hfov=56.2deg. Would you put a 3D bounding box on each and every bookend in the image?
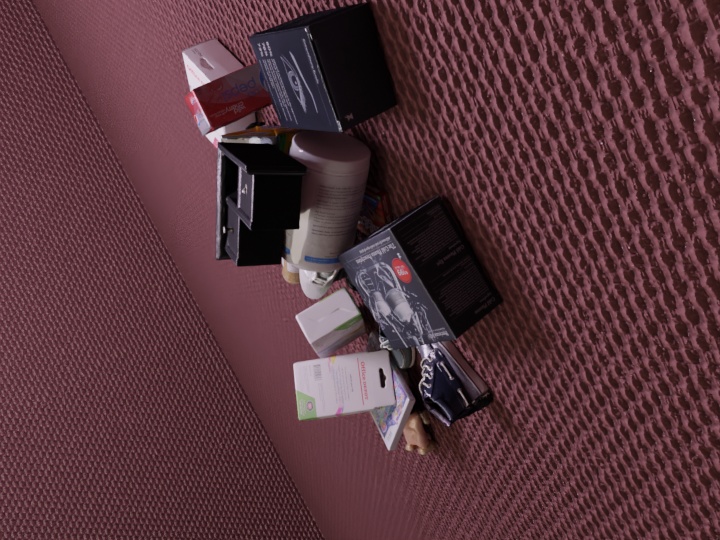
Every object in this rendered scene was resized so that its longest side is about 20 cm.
[{"bbox_3d":[-0.162,-0.085,1.053,0.199,0.091,0.202,-139,50,-59],"label":"bookend"}]

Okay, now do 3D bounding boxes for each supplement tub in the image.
[{"bbox_3d":[-0.062,-0.111,1.099,0.132,0.131,0.201,41,130,38],"label":"supplement tub"}]

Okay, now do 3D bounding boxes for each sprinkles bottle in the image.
[{"bbox_3d":[-0.143,-0.049,1.496,0.068,0.068,0.201,49,156,23],"label":"sprinkles bottle"}]

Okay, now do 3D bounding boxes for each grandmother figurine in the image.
[{"bbox_3d":[0.098,0.291,1.427,0.120,0.061,0.201,-1,118,33],"label":"grandmother figurine"}]

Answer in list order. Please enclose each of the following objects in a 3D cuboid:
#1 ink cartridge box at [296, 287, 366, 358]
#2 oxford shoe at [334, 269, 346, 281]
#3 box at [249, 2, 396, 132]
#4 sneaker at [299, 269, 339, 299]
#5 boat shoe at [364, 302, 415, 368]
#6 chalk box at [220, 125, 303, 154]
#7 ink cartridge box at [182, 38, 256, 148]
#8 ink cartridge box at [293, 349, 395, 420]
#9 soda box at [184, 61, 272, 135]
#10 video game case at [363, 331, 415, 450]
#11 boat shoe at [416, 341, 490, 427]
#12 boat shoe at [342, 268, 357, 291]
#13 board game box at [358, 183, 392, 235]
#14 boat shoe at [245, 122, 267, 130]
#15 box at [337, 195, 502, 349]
[{"bbox_3d":[-0.054,0.116,1.388,0.068,0.117,0.200,58,175,18],"label":"ink cartridge box"},{"bbox_3d":[-0.066,-0.029,1.341,0.073,0.084,0.201,49,154,28],"label":"oxford shoe"},{"bbox_3d":[-0.057,-0.290,0.978,0.200,0.104,0.149,23,138,54],"label":"box"},{"bbox_3d":[-0.074,-0.006,1.273,0.081,0.070,0.201,-87,15,-44],"label":"sneaker"},{"bbox_3d":[0.053,0.117,1.293,0.073,0.062,0.201,29,143,48],"label":"boat shoe"},{"bbox_3d":[-0.159,-0.154,1.222,0.124,0.124,0.202,5,111,24],"label":"chalk box"},{"bbox_3d":[-0.290,-0.355,1.411,0.146,0.084,0.201,47,156,27],"label":"ink cartridge box"},{"bbox_3d":[-0.028,0.232,1.367,0.067,0.198,0.118,52,-150,-73],"label":"ink cartridge box"},{"bbox_3d":[-0.181,-0.295,1.104,0.063,0.199,0.070,1,120,62],"label":"soda box"},{"bbox_3d":[0.046,0.244,1.383,0.200,0.018,0.144,59,140,47],"label":"video game case"},{"bbox_3d":[0.128,0.174,1.166,0.200,0.092,0.075,47,154,27],"label":"boat shoe"},{"bbox_3d":[0.000,0.000,1.266,0.075,0.062,0.200,56,159,4],"label":"boat shoe"},{"bbox_3d":[-0.010,-0.120,1.195,0.200,0.019,0.104,34,147,47],"label":"board game box"},{"bbox_3d":[-0.170,-0.197,1.366,0.201,0.074,0.093,64,166,7],"label":"boat shoe"},{"bbox_3d":[0.083,0.012,1.028,0.183,0.104,0.200,57,155,-4],"label":"box"}]
